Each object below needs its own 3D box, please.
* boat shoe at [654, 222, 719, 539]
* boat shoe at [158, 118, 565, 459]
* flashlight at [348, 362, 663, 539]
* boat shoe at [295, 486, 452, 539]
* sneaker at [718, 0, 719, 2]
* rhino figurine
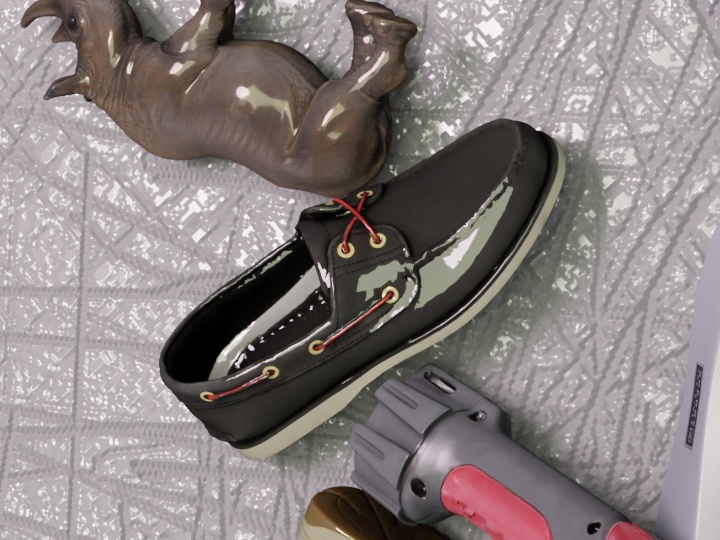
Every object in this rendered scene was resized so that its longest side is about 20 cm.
[{"bbox_3d":[0.166,0.079,1.012,0.066,0.070,0.201,6,96,-6],"label":"boat shoe"},{"bbox_3d":[0.001,0.002,1.053,0.201,0.063,0.074,-38,38,14],"label":"boat shoe"},{"bbox_3d":[0.072,0.114,1.001,0.200,0.067,0.068,31,127,42],"label":"flashlight"},{"bbox_3d":[0.052,0.172,1.046,0.199,0.074,0.067,35,111,17],"label":"boat shoe"},{"bbox_3d":[0.197,-0.076,0.998,0.199,0.076,0.106,26,97,15],"label":"sneaker"},{"bbox_3d":[-0.069,-0.090,1.089,0.199,0.060,0.088,15,104,20],"label":"rhino figurine"}]
